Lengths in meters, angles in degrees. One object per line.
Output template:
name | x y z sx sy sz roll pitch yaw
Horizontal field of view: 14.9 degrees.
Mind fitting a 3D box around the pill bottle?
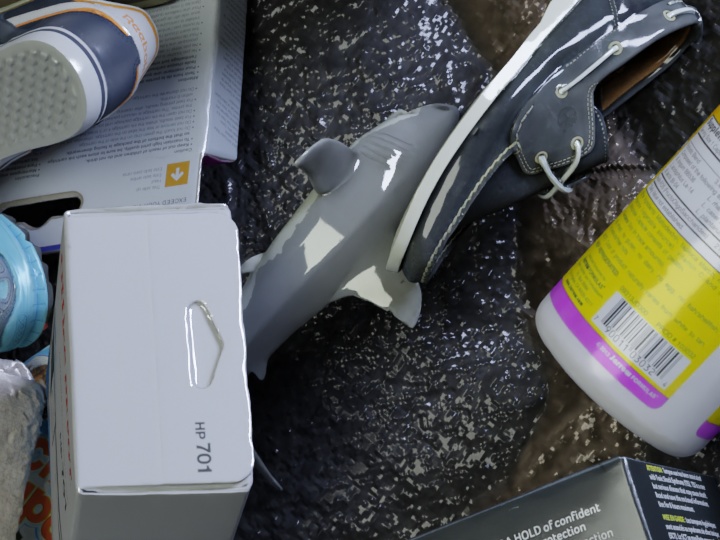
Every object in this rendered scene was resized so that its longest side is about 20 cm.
pill bottle | 0.181 -0.016 1.276 0.200 0.104 0.104 -48 65 12

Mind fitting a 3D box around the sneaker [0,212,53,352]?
sneaker | -0.250 -0.024 1.386 0.200 0.095 0.079 32 120 28

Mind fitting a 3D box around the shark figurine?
shark figurine | -0.014 0.015 1.364 0.089 0.128 0.215 38 101 15

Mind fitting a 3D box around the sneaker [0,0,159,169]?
sneaker | -0.184 -0.094 1.420 0.200 0.079 0.079 -5 113 41

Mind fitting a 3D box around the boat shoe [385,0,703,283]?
boat shoe | 0.087 -0.067 1.326 0.068 0.072 0.200 38 74 8

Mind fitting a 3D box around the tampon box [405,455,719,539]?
tampon box | 0.109 0.207 1.266 0.150 0.126 0.200 -23 72 22

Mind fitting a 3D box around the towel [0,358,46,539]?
towel | -0.231 0.116 1.378 0.034 0.132 0.200 -32 42 46

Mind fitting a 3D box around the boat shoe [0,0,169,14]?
boat shoe | -0.186 -0.166 1.455 0.200 0.068 0.075 -13 61 23

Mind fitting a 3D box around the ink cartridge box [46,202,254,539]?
ink cartridge box | -0.107 0.075 1.339 0.086 0.200 0.147 -1 65 -8

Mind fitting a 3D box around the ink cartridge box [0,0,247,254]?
ink cartridge box | -0.156 -0.091 1.471 0.196 0.043 0.200 -8 65 25

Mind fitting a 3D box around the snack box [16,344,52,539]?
snack box | -0.159 0.154 1.461 0.116 0.037 0.200 -35 68 18
